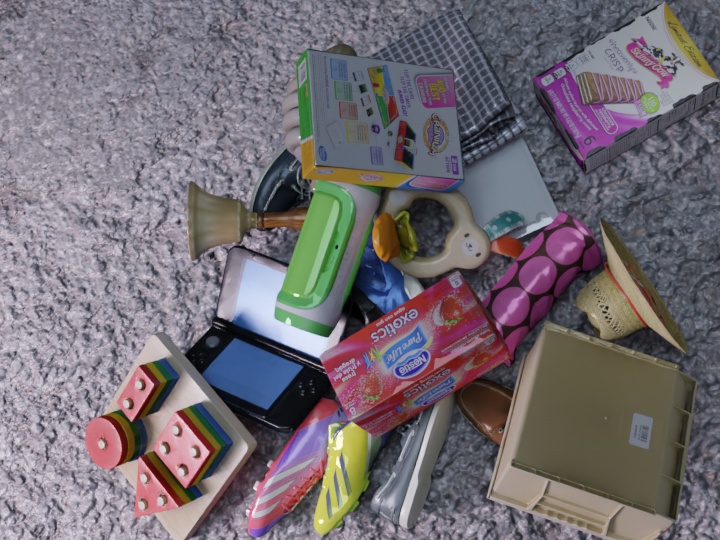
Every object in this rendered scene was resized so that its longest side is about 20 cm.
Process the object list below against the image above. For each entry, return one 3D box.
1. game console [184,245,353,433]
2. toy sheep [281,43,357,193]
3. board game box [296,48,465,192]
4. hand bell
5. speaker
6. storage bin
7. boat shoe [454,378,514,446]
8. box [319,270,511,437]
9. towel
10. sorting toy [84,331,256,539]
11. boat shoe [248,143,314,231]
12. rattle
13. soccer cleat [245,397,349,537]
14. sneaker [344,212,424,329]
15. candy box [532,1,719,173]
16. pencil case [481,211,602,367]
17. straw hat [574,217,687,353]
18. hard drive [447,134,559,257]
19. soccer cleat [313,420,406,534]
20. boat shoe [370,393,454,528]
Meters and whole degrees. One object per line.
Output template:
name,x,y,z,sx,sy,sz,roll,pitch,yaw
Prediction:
game console,-0.130,0.085,1.423,0.199,0.119,0.171,19,46,25
toy sheep,-0.039,-0.198,1.426,0.137,0.138,0.202,8,74,15
board game box,0.024,-0.178,1.336,0.198,0.040,0.154,4,71,-23
hand bell,-0.124,-0.066,1.451,0.198,0.104,0.105,-1,76,-4
speaker,-0.040,-0.024,1.361,0.088,0.088,0.202,19,89,16
storage bin,0.272,0.190,1.284,0.197,0.094,0.201,18,56,4
boat shoe,0.200,0.195,1.364,0.199,0.068,0.072,34,86,18
box,0.066,0.102,1.311,0.199,0.100,0.096,-32,63,6
towel,0.103,-0.231,1.458,0.165,0.086,0.201,-28,61,5
sorting toy,-0.259,0.222,1.415,0.200,0.069,0.199,46,120,18
boat shoe,-0.080,-0.135,1.510,0.062,0.075,0.201,26,74,29
rattle,0.117,-0.045,1.359,0.198,0.143,0.131,17,81,0
soccer cleat,-0.078,0.257,1.417,0.076,0.067,0.201,26,81,13
sneaker,0.000,0.000,1.453,0.111,0.077,0.201,-30,78,-6
candy box,0.345,-0.238,1.442,0.199,0.061,0.137,-30,71,4
pencil case,0.222,0.026,1.394,0.200,0.094,0.091,-47,27,-1
straw hat,0.304,0.039,1.321,0.085,0.201,0.202,-35,71,16
hard drive,0.168,-0.125,1.473,0.131,0.027,0.201,-24,73,6
soccer cleat,-0.016,0.233,1.391,0.083,0.065,0.201,30,88,-10
boat shoe,0.066,0.217,1.387,0.061,0.073,0.202,14,80,23
